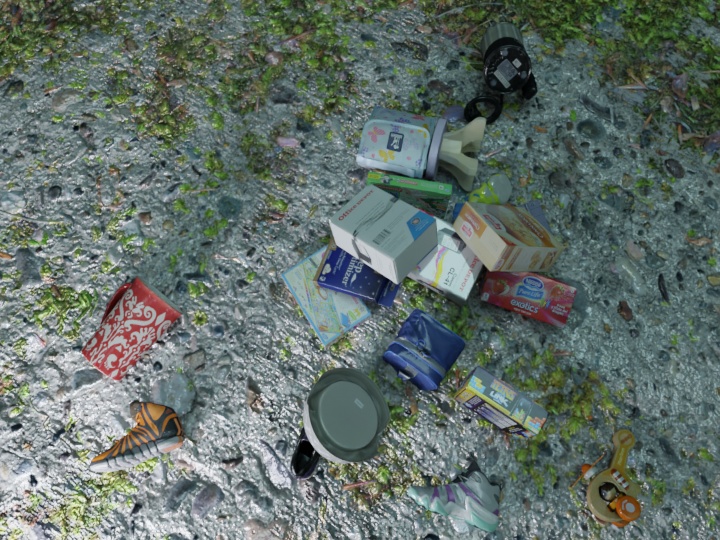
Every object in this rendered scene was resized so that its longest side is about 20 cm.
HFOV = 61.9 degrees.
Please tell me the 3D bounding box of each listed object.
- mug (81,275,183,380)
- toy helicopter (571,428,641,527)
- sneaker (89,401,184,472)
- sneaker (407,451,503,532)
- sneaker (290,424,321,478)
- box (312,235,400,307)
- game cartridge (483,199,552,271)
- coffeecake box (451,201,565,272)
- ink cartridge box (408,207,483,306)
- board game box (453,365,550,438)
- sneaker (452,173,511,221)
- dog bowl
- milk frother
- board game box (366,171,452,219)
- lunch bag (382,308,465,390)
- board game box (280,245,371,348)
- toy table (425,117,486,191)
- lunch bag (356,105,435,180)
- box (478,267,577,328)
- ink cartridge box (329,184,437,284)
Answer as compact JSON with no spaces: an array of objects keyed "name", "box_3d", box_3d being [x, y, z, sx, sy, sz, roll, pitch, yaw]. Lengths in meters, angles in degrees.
[{"name":"mug","box_3d":[-0.521,0.130,1.362,0.133,0.177,0.201,43,79,-24]},{"name":"toy helicopter","box_3d":[0.532,0.427,1.275,0.130,0.079,0.202,21,62,16]},{"name":"sneaker","box_3d":[-0.488,0.356,1.300,0.196,0.078,0.114,-16,68,-16]},{"name":"sneaker","box_3d":[0.205,0.448,1.262,0.196,0.078,0.143,20,71,-3]},{"name":"sneaker","box_3d":[-0.093,0.347,1.285,0.074,0.088,0.204,18,73,7]},{"name":"box","box_3d":[0.000,0.000,1.364,0.196,0.032,0.123,16,71,23]},{"name":"game cartridge","box_3d":[0.364,-0.083,1.454,0.196,0.039,0.132,-18,68,-5]},{"name":"coffeecake box","box_3d":[0.324,-0.073,1.319,0.197,0.074,0.154,0,40,-36]},{"name":"ink cartridge box","box_3d":[0.188,-0.032,1.396,0.197,0.086,0.150,27,83,14]},{"name":"board game box","box_3d":[0.286,0.277,1.247,0.164,0.200,0.057,34,76,10]},{"name":"sneaker","box_3d":[0.288,-0.174,1.463,0.199,0.104,0.077,-36,106,-41]},{"name":"dog bowl","box_3d":[-0.033,0.311,1.270,0.196,0.059,0.204,17,53,-24]},{"name":"milk frother","box_3d":[0.343,-0.502,1.548,0.197,0.182,0.190,-21,31,22]},{"name":"board game box","box_3d":[0.111,-0.171,1.430,0.195,0.135,0.030,11,63,4]},{"name":"lunch bag","box_3d":[0.128,0.181,1.281,0.135,0.200,0.133,35,77,6]},{"name":"board game box","box_3d":[-0.080,0.060,1.408,0.133,0.034,0.202,-31,74,-9]},{"name":"toy table","box_3d":[0.230,-0.286,1.455,0.114,0.186,0.202,12,48,8]},{"name":"lunch bag","box_3d":[0.088,-0.303,1.445,0.166,0.129,0.202,14,41,6]},{"name":"box","box_3d":[0.374,0.048,1.361,0.196,0.100,0.098,19,97,7]},{"name":"ink cartridge box","box_3d":[0.051,-0.084,1.327,0.198,0.085,0.145,33,64,33]}]
